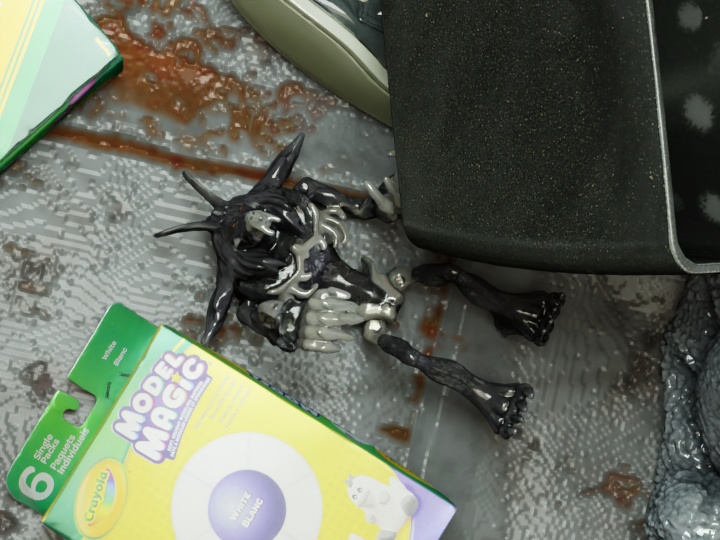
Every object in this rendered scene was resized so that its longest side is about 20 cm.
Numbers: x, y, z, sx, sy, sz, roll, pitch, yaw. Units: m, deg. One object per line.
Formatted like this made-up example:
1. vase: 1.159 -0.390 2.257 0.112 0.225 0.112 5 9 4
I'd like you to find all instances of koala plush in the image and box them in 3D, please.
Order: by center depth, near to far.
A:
1. koala plush: 0.230 0.058 1.204 0.176 0.200 0.185 -2 87 -4

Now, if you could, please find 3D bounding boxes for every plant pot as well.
1. plant pot: 0.121 -0.087 1.160 0.199 0.177 0.201 -1 83 -47

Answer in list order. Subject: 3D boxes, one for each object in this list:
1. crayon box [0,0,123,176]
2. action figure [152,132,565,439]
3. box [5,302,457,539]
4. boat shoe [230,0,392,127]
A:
1. crayon box: -0.224 -0.137 1.249 0.119 0.058 0.200 -42 91 -5
2. action figure: 0.000 0.000 1.239 0.199 0.102 0.119 24 71 -3
3. box: -0.066 0.112 1.256 0.199 0.048 0.118 31 85 -1
4. boat shoe: 0.021 -0.112 1.260 0.199 0.074 0.066 35 75 -5
